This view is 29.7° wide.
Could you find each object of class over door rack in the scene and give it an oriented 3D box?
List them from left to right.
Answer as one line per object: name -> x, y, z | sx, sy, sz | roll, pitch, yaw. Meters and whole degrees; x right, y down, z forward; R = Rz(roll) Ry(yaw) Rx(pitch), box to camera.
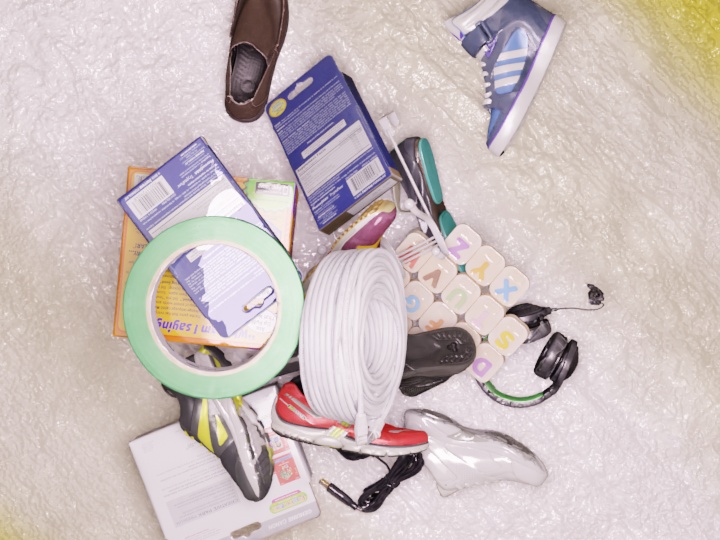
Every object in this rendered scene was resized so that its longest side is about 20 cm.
over door rack -> 0.007, -0.079, 1.702 | 0.147, 0.066, 0.201 | -26, 79, 25

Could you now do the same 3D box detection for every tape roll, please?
tape roll -> -0.160, 0.040, 1.503 | 0.199, 0.048, 0.202 | 0, 92, -1

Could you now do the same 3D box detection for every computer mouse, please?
computer mouse -> -0.024, 0.218, 1.743 | 0.200, 0.046, 0.141 | 36, 119, -2

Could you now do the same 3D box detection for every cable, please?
cable -> -0.004, 0.074, 1.540 | 0.069, 0.200, 0.201 | 1, 118, 22

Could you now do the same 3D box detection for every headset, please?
headset -> 0.232, 0.092, 1.737 | 0.200, 0.094, 0.124 | -42, 91, 10

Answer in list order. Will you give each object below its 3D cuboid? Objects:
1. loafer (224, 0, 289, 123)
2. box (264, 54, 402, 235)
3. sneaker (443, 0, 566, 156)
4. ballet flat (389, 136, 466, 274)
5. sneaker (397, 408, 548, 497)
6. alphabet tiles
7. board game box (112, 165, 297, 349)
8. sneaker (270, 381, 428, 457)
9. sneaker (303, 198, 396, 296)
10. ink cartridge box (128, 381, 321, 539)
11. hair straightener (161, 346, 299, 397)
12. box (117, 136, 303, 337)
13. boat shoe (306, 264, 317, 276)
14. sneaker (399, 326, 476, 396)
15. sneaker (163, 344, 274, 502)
loafer -> -0.132, -0.291, 1.738 | 0.072, 0.071, 0.202 | 6, 89, -2
box -> -0.037, -0.160, 1.699 | 0.121, 0.032, 0.201 | -36, 62, 21
sneaker -> 0.163, -0.264, 1.750 | 0.146, 0.081, 0.201 | 25, 92, 7
ballet flat -> 0.084, -0.072, 1.752 | 0.073, 0.073, 0.201 | -20, 97, -2
sneaker -> 0.140, 0.250, 1.750 | 0.199, 0.078, 0.100 | 19, 96, 7
alphabet tiles -> 0.114, 0.046, 1.729 | 0.200, 0.015, 0.196 | 41, 114, 2
board game box -> -0.184, -0.013, 1.671 | 0.198, 0.200, 0.201 | 6, 90, -2
sneaker -> -0.009, 0.179, 1.659 | 0.199, 0.077, 0.086 | 12, 83, -3
sneaker -> 0.000, 0.000, 1.650 | 0.090, 0.075, 0.200 | 42, 125, 2
ink cartridge box -> -0.168, 0.260, 1.727 | 0.199, 0.084, 0.177 | -21, 89, -1
hair straightener -> -0.157, 0.128, 1.732 | 0.199, 0.077, 0.041 | -11, 92, -2
box -> -0.168, -0.035, 1.548 | 0.121, 0.032, 0.200 | -37, 92, -1
boat shoe -> -0.030, 0.091, 1.741 | 0.073, 0.067, 0.201 | -21, 90, -2
sneaker -> 0.035, 0.118, 1.690 | 0.198, 0.114, 0.077 | -4, 66, -20
sneaker -> -0.172, 0.192, 1.660 | 0.084, 0.074, 0.201 | -24, 86, 17
